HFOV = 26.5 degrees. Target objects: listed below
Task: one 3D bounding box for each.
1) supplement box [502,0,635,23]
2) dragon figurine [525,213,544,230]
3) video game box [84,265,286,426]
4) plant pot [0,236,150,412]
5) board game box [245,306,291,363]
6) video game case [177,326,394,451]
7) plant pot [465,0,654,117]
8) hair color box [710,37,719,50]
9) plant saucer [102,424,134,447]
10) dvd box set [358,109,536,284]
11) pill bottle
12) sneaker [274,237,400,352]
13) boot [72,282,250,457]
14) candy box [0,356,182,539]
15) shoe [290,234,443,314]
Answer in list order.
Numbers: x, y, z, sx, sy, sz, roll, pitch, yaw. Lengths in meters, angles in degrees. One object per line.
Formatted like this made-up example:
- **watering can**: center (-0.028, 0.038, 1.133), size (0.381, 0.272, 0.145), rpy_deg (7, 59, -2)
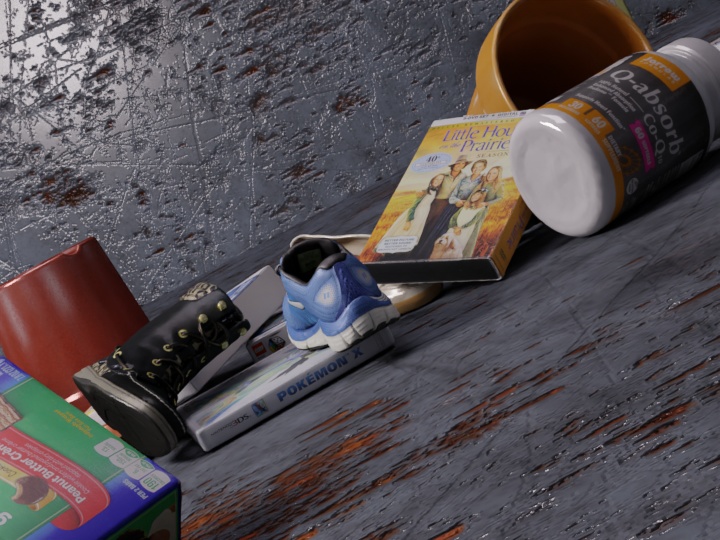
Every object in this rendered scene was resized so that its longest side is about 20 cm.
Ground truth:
- **supplement box**: center (0.276, -0.256, 1.852), size (0.133, 0.201, 0.200), rpy_deg (-26, 6, 12)
- **dragon figurine**: center (0.130, -0.052, 1.472), size (0.099, 0.059, 0.200), rpy_deg (-26, 8, 16)
- **video game box**: center (-0.182, 0.091, 1.549), size (0.182, 0.047, 0.200), rpy_deg (-36, 7, 36)
- **plant pot**: center (-0.323, 0.080, 1.750), size (0.199, 0.197, 0.201), rpy_deg (-27, 7, 3)
- **board game box**: center (-0.021, 0.032, 1.562), size (0.199, 0.035, 0.126), rpy_deg (-28, 7, 3)
- **video game case**: center (-0.072, 0.094, 1.339), size (0.181, 0.022, 0.200), rpy_deg (-29, 6, -11)
- **plant pot**: center (0.200, -0.175, 1.671), size (0.199, 0.201, 0.183), rpy_deg (-31, -8, -28)
- **hair color box**: center (0.400, -0.215, 1.617), size (0.110, 0.064, 0.200), rpy_deg (-28, 7, -12)
- **plant saucer**: center (-0.280, 0.193, 1.401), size (0.199, 0.033, 0.200), rpy_deg (-27, 6, 3)
- **dvd box set**: center (0.096, -0.069, 1.395), size (0.145, 0.030, 0.201), rpy_deg (-2, 44, 35)
- **pill bottle**: center (0.232, -0.121, 1.324), size (0.199, 0.117, 0.116), rpy_deg (-32, 7, -29)
- **sneaker**: center (-0.027, 0.013, 1.280), size (0.078, 0.090, 0.200), rpy_deg (-28, 5, -16)
- **boot**: center (-0.159, 0.078, 1.330), size (0.153, 0.074, 0.203), rpy_deg (-39, 20, -17)
- **candy box**: center (-0.230, 0.156, 0.881), size (0.168, 0.078, 0.199), rpy_deg (28, 44, 31)
- **shoe**: center (0.000, 0.000, 1.456), size (0.070, 0.054, 0.199), rpy_deg (-43, 30, -26)
